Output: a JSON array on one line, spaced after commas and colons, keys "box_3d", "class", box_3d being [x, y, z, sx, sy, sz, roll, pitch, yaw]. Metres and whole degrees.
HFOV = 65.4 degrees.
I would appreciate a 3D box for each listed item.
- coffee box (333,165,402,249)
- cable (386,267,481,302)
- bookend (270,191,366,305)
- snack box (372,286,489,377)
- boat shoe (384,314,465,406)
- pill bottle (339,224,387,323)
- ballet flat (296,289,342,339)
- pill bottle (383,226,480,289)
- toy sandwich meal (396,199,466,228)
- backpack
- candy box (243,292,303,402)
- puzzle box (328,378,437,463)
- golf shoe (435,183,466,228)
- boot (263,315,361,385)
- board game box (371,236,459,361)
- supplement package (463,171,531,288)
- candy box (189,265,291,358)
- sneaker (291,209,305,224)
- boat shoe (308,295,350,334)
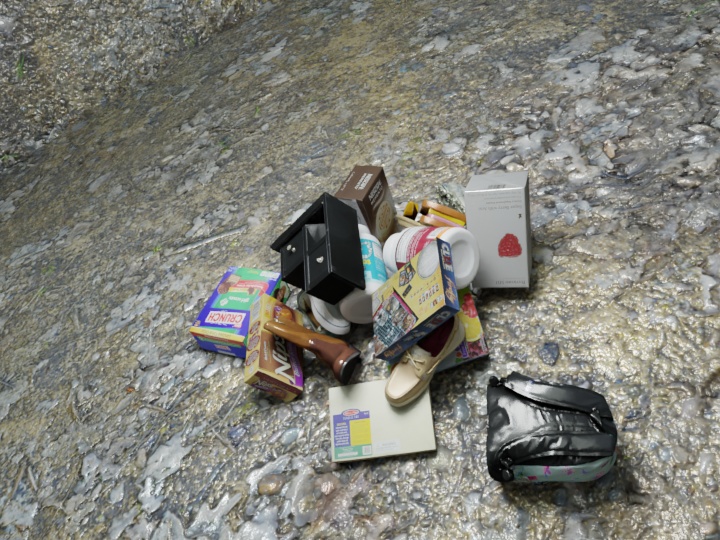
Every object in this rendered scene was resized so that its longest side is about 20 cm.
[{"box_3d": [0.023, -0.128, 1.309, 0.078, 0.203, 0.116, 10, 53, 31], "class": "coffee box"}, {"box_3d": [0.135, 0.029, 1.208, 0.197, 0.070, 0.201, -30, 44, -6], "class": "cable"}, {"box_3d": [-0.093, -0.012, 1.138, 0.199, 0.091, 0.203, -37, 44, 34], "class": "bookend"}, {"box_3d": [0.136, 0.123, 1.088, 0.194, 0.053, 0.146, -18, 75, 6], "class": "snack box"}, {"box_3d": [0.109, 0.151, 1.007, 0.073, 0.070, 0.201, 33, 74, 34], "class": "boat shoe"}, {"box_3d": [0.000, 0.000, 1.186, 0.108, 0.112, 0.204, -16, 51, 8], "class": "pill bottle"}, {"box_3d": [-0.099, 0.085, 1.262, 0.067, 0.064, 0.200, -36, 45, -5], "class": "ballet flat"}, {"box_3d": [0.132, -0.028, 1.105, 0.113, 0.114, 0.198, -44, 25, -20], "class": "pill bottle"}, {"box_3d": [0.167, -0.104, 1.234, 0.203, 0.203, 0.072, 28, 97, 39], "class": "toy sandwich meal"}, {"box_3d": [0.300, 0.256, 0.885, 0.194, 0.127, 0.171, -4, 58, 18], "class": "backpack"}, {"box_3d": [-0.180, 0.160, 1.184, 0.056, 0.115, 0.203, -38, 36, 28], "class": "candy box"}, {"box_3d": [0.037, 0.271, 1.028, 0.194, 0.025, 0.137, -11, 65, 14], "class": "puzzle box"}, {"box_3d": [0.245, -0.162, 1.319, 0.094, 0.080, 0.202, -10, 31, -5], "class": "golf shoe"}, {"box_3d": [-0.095, 0.138, 1.087, 0.196, 0.188, 0.070, 27, 98, 3], "class": "boot"}, {"box_3d": [0.090, 0.055, 0.990, 0.200, 0.034, 0.139, -43, 38, 42], "class": "board game box"}, {"box_3d": [0.282, -0.081, 1.133, 0.118, 0.206, 0.120, -1, 23, 21], "class": "supplement package"}, {"box_3d": [-0.282, 0.095, 1.325, 0.164, 0.078, 0.203, 6, 53, 27], "class": "candy box"}, {"box_3d": [-0.102, -0.091, 1.402, 0.127, 0.080, 0.203, -23, 43, 17], "class": "sneaker"}, {"box_3d": [-0.073, 0.051, 1.206, 0.072, 0.067, 0.201, -5, 40, -32], "class": "boat shoe"}]
